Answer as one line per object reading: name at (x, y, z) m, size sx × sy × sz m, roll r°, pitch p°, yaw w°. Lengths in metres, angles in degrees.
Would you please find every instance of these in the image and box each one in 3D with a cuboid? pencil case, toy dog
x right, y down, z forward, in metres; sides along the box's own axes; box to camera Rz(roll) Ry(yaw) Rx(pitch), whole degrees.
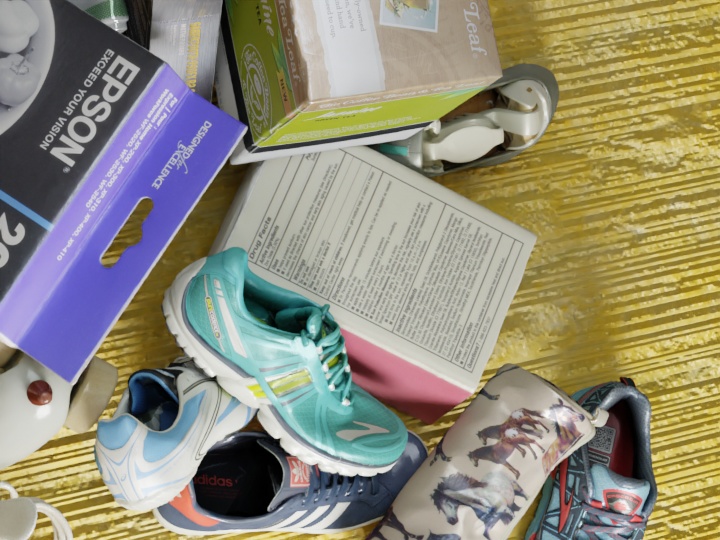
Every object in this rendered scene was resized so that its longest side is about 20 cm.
pencil case at (0.080, 0.154, 1.584) m, size 0.089 × 0.078 × 0.200 m, roll 36°, pitch 82°, yaw 14°
toy dog at (-0.231, 0.117, 1.475) m, size 0.131 × 0.096 × 0.201 m, roll 13°, pitch 104°, yaw -9°

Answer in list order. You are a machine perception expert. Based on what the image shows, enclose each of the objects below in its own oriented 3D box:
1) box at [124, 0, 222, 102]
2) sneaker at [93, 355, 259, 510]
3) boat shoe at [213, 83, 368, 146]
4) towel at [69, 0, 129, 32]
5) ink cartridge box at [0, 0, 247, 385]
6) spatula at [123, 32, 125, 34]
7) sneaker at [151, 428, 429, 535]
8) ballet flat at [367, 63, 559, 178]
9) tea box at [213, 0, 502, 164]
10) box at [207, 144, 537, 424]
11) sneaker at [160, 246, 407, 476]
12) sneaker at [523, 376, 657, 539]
box at (-0.137, -0.226, 1.533) m, size 0.048 × 0.159 × 0.201 m, roll -10°, pitch 66°, yaw -12°
sneaker at (-0.116, 0.084, 1.527) m, size 0.071 × 0.200 × 0.073 m, roll -6°, pitch 110°, yaw 19°
boat shoe at (-0.055, -0.140, 1.659) m, size 0.199 × 0.069 × 0.071 m, roll 28°, pitch 88°, yaw -17°
towel at (-0.209, -0.245, 1.591) m, size 0.031 × 0.149 × 0.202 m, roll -6°, pitch 85°, yaw -36°
ink cartridge box at (-0.204, -0.064, 1.445) m, size 0.199 × 0.043 × 0.199 m, roll 32°, pitch 83°, yaw 14°
spatula at (-0.230, -0.244, 1.665) m, size 0.200 × 0.021 × 0.056 m, roll 47°, pitch 68°, yaw 0°
sneaker at (-0.040, 0.139, 1.574) m, size 0.198 × 0.085 × 0.076 m, roll -9°, pitch 77°, yaw -19°
ballet flat at (0.091, -0.101, 1.663) m, size 0.199 × 0.063 × 0.068 m, roll -19°, pitch 112°, yaw -41°
tea box at (-0.018, -0.189, 1.487) m, size 0.133 × 0.197 × 0.202 m, roll -9°, pitch 83°, yaw -19°
box at (0.000, 0.000, 1.613) m, size 0.199 × 0.109 × 0.129 m, roll 27°, pitch 69°, yaw -7°
sneaker at (-0.039, 0.062, 1.527) m, size 0.200 × 0.080 × 0.078 m, roll 40°, pitch 29°, yaw -22°
sneaker at (0.161, 0.168, 1.617) m, size 0.079 × 0.096 × 0.202 m, roll 11°, pitch 71°, yaw -12°
